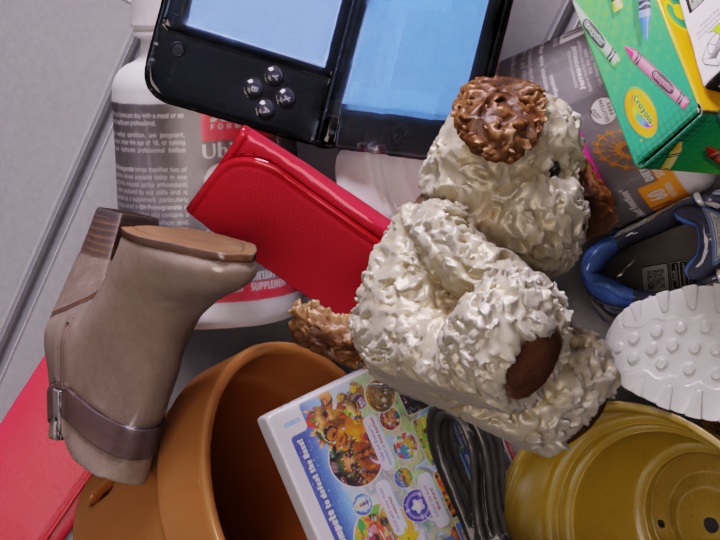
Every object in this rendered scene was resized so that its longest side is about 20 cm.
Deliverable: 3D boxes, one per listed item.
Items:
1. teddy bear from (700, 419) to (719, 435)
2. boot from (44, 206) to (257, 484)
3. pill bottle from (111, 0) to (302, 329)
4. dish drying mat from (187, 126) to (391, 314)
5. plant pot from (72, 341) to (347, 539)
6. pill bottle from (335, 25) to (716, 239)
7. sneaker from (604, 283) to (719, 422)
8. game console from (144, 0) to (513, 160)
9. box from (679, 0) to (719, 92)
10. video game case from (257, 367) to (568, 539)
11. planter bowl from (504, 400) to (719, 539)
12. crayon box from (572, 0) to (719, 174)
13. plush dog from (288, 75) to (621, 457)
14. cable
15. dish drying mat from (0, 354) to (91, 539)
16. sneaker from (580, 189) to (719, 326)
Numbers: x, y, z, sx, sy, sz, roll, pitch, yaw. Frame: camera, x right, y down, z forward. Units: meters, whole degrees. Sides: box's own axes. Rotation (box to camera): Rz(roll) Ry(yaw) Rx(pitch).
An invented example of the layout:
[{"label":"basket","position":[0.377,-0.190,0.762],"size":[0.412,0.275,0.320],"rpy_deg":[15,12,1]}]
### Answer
[{"label":"teddy bear","position":[0.270,0.033,1.327],"size":[0.200,0.067,0.145],"rpy_deg":[-39,85,16]},{"label":"boot","position":[-0.120,0.046,1.287],"size":[0.070,0.200,0.147],"rpy_deg":[8,94,-27]},{"label":"pill bottle","position":[-0.092,-0.070,1.383],"size":[0.110,0.111,0.201],"rpy_deg":[0,98,15]},{"label":"dish drying mat","position":[0.000,0.000,1.304],"size":[0.200,0.018,0.077],"rpy_deg":[34,133,-5]},{"label":"plant pot","position":[-0.075,0.158,1.383],"size":[0.140,0.200,0.201],"rpy_deg":[-23,92,34]},{"label":"pill bottle","position":[0.094,-0.064,1.333],"size":[0.200,0.116,0.117],"rpy_deg":[-23,92,17]},{"label":"sneaker","position":[0.234,0.048,1.266],"size":[0.199,0.080,0.077],"rpy_deg":[0,82,13]},{"label":"game console","position":[-0.010,-0.174,1.283],"size":[0.172,0.119,0.201],"rpy_deg":[16,85,-14]},{"label":"box","position":[0.255,-0.130,1.231],"size":[0.035,0.200,0.110],"rpy_deg":[-44,47,44]},{"label":"video game case","position":[0.054,0.111,1.356],"size":[0.200,0.018,0.144],"rpy_deg":[-24,92,-24]},{"label":"planter bowl","position":[0.182,0.157,1.314],"size":[0.200,0.083,0.201],"rpy_deg":[14,114,35]},{"label":"crayon box","position":[0.177,-0.148,1.254],"size":[0.058,0.119,0.200],"rpy_deg":[-44,54,44]},{"label":"plush dog","position":[0.064,-0.015,1.204],"size":[0.160,0.200,0.172],"rpy_deg":[20,82,21]},{"label":"cable","position":[0.088,0.166,1.321],"size":[0.097,0.050,0.200],"rpy_deg":[-36,74,55]},{"label":"dish drying mat","position":[-0.207,0.129,1.491],"size":[0.077,0.018,0.200],"rpy_deg":[36,105,8]},{"label":"sneaker","position":[0.213,-0.011,1.284],"size":[0.200,0.085,0.077],"rpy_deg":[-19,71,21]}]
